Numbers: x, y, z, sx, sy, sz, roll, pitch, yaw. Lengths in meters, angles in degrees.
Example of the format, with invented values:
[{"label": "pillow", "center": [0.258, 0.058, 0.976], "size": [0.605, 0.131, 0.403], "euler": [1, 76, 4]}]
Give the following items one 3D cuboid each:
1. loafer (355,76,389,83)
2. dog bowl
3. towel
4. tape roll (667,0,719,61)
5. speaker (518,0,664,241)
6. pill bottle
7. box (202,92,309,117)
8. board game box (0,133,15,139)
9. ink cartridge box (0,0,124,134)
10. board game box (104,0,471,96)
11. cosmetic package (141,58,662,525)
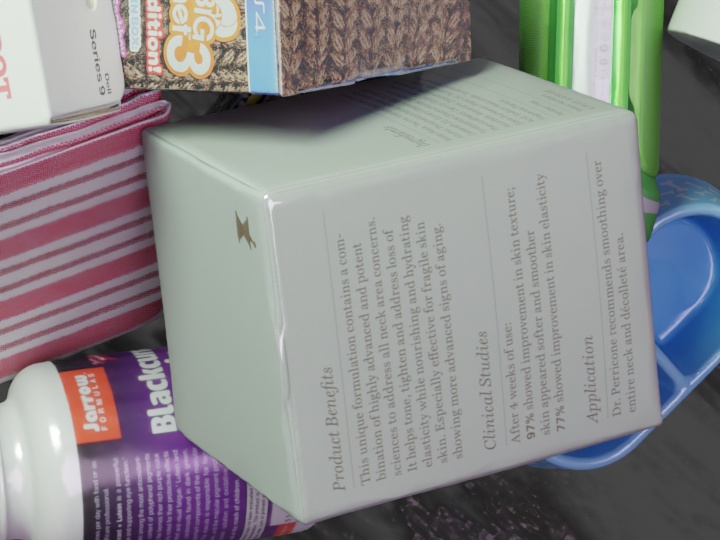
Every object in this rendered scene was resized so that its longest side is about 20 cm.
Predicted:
[{"label": "loafer", "center": [-0.002, -0.150, 1.505], "size": [0.075, 0.070, 0.200], "euler": [-29, 92, -46]}, {"label": "dog bowl", "center": [0.154, 0.034, 1.625], "size": [0.200, 0.050, 0.111], "euler": [-45, 109, -6]}, {"label": "towel", "center": [-0.169, -0.012, 1.466], "size": [0.146, 0.030, 0.200], "euler": [-20, 148, -19]}, {"label": "tape roll", "center": [0.273, -0.126, 1.553], "size": [0.202, 0.202, 0.071], "euler": [21, 94, -20]}, {"label": "speaker", "center": [0.127, -0.116, 1.556], "size": [0.088, 0.088, 0.200], "euler": [2, 90, -17]}, {"label": "pill bottle", "center": [-0.128, 0.099, 1.517], "size": [0.200, 0.111, 0.112], "euler": [-7, 102, -16]}, {"label": "box", "center": [-0.009, -0.024, 1.569], "size": [0.200, 0.038, 0.137], "euler": [41, 87, -20]}, {"label": "board game box", "center": [-0.200, -0.161, 1.479], "size": [0.102, 0.048, 0.200], "euler": [-7, 102, -15]}, {"label": "ink cartridge box", "center": [-0.226, -0.130, 1.342], "size": [0.200, 0.088, 0.145], "euler": [-6, 98, 21]}, {"label": "board game box", "center": [-0.071, -0.146, 1.406], "size": [0.159, 0.200, 0.097], "euler": [-16, 107, -53]}, {"label": "cosmetic package", "center": [0.019, 0.003, 1.393], "size": [0.200, 0.166, 0.167], "euler": [-13, 109, -22]}]
